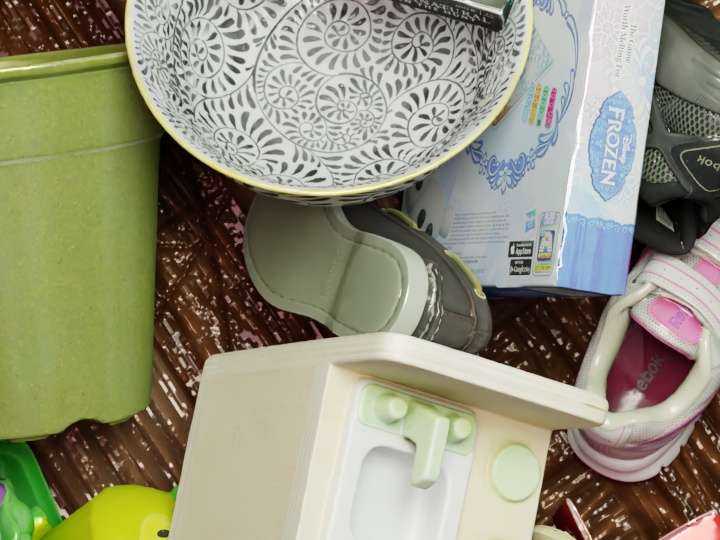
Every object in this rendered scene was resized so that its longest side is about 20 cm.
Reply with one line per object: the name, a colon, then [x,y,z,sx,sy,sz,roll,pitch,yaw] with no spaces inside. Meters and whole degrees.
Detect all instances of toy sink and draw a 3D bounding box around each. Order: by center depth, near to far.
toy sink: [0.011,0.105,1.462,0.130,0.200,0.113,17,77,-27]

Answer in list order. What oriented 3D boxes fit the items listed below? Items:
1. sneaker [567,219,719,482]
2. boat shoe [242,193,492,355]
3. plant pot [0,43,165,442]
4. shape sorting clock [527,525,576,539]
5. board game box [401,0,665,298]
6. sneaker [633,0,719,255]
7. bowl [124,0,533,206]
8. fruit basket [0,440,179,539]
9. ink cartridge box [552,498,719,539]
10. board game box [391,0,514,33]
sneaker: [0.173,0.018,1.527,0.081,0.088,0.201,29,89,9]
boat shoe: [0.000,0.000,1.522,0.060,0.201,0.072,18,100,-29]
plant pot: [-0.178,-0.014,1.542,0.199,0.200,0.191,-6,96,7]
shape sorting clock: [0.126,0.217,1.469,0.039,0.200,0.201,-27,81,-17]
board game box: [0.084,-0.087,1.498,0.043,0.200,0.200,9,87,-22]
sneaker: [0.142,-0.083,1.505,0.076,0.200,0.115,15,110,-24]
bowl: [-0.015,-0.104,1.491,0.200,0.094,0.202,0,63,1]
fruit basket: [-0.156,0.175,1.539,0.215,0.155,0.217,1,93,24]
ink cartridge box: [0.175,0.190,1.494,0.067,0.116,0.201,-30,82,-5]
board game box: [-0.004,-0.205,1.461,0.199,0.028,0.136,16,74,9]
